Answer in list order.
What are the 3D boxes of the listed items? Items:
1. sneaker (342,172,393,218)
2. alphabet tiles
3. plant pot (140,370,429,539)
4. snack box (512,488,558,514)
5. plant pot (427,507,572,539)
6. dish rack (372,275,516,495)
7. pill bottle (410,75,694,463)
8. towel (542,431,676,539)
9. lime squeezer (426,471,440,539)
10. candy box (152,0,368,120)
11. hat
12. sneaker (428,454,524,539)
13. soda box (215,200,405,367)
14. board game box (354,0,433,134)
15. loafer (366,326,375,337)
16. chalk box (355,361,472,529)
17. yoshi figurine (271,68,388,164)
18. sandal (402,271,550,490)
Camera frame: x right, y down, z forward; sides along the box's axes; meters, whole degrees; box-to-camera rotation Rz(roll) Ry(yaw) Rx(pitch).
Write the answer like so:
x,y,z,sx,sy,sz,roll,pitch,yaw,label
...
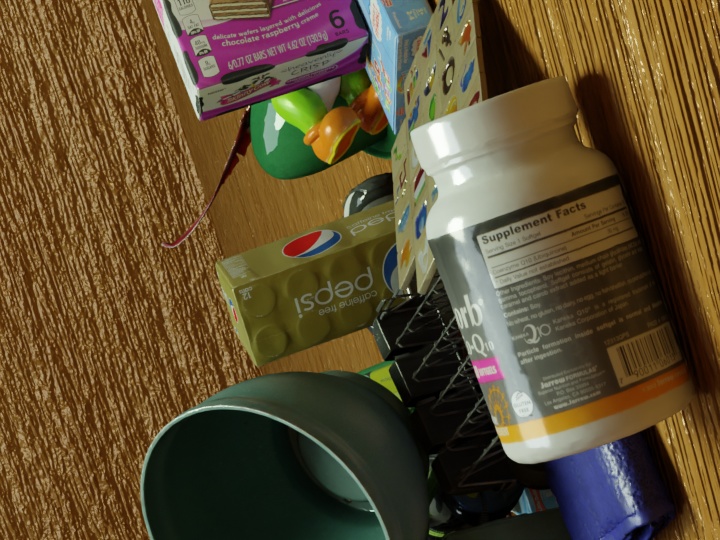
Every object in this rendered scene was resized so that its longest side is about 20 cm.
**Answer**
x,y,z,sx,sy,sz,roll,pitch,yaw,label
0.043,0.004,1.798,0.079,0.074,0.200,-117,5,-53,sneaker
0.049,-0.089,1.423,0.200,0.006,0.166,-92,19,-44,alphabet tiles
-0.033,0.150,1.534,0.200,0.134,0.200,15,123,24,plant pot
0.104,0.092,1.724,0.116,0.037,0.200,-165,55,-77,snack box
0.125,0.273,1.558,0.200,0.200,0.196,111,147,-77,plant pot
0.073,0.052,1.456,0.153,0.055,0.200,65,154,20,dish rack
0.105,-0.001,1.254,0.116,0.116,0.200,161,88,-81,pill bottle
0.146,0.088,1.451,0.148,0.050,0.200,117,134,-69,towel
0.025,0.177,1.644,0.200,0.038,0.071,152,115,-71,lime squeezer
-0.091,-0.228,1.652,0.061,0.136,0.200,97,152,-69,candy box
-0.081,-0.101,1.830,0.166,0.176,0.200,35,159,37,hat
0.074,0.169,1.674,0.200,0.071,0.083,-166,86,-77,sneaker
0.000,0.000,1.623,0.064,0.200,0.068,-129,22,-66,soda box
0.004,-0.222,1.647,0.151,0.037,0.200,90,159,-67,board game box
0.042,0.048,1.675,0.200,0.072,0.063,54,164,41,loafer
0.051,0.148,1.905,0.200,0.125,0.124,87,161,-58,chalk box
-0.058,-0.187,1.730,0.200,0.112,0.112,44,-170,14,yoshi figurine
0.096,0.059,1.559,0.055,0.082,0.200,94,154,-71,sandal
